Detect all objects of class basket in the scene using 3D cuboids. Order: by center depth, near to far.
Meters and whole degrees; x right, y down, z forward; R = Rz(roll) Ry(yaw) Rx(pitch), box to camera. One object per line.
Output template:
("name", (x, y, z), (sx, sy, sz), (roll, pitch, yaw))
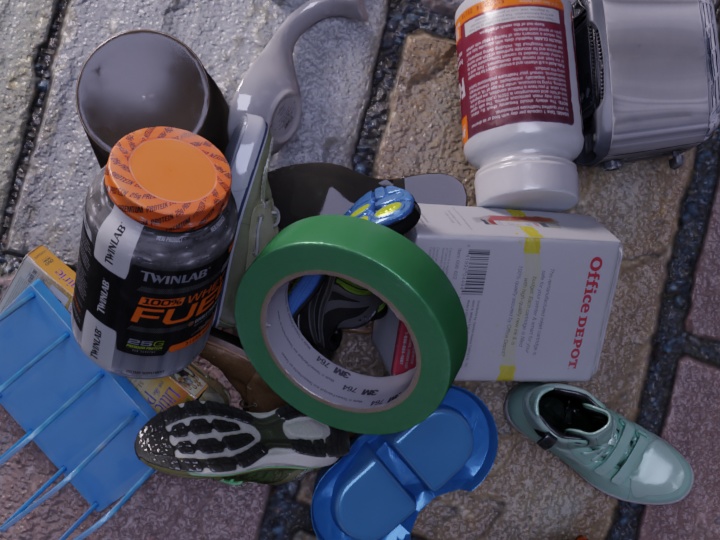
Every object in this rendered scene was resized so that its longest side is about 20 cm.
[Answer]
("basket", (-0.186, -0.135, 1.131), (0.135, 0.200, 0.181), (-7, 86, -4))

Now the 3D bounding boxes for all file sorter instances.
("file sorter", (-0.287, 0.142, 1.101), (0.139, 0.123, 0.200), (-36, 97, 36))

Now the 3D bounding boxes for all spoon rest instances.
("spoon rest", (-0.070, -0.191, 1.207), (0.060, 0.099, 0.200), (24, 69, 27))

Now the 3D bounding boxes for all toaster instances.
("toaster", (0.270, -0.197, 1.211), (0.129, 0.114, 0.201), (-3, 83, -8))

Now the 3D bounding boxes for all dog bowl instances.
("dog bowl", (0.037, 0.188, 1.183), (0.200, 0.050, 0.112), (-41, 104, -5))

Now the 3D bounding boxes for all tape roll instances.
("tape roll", (-0.010, 0.049, 1.070), (0.200, 0.201, 0.048), (36, 42, 0))

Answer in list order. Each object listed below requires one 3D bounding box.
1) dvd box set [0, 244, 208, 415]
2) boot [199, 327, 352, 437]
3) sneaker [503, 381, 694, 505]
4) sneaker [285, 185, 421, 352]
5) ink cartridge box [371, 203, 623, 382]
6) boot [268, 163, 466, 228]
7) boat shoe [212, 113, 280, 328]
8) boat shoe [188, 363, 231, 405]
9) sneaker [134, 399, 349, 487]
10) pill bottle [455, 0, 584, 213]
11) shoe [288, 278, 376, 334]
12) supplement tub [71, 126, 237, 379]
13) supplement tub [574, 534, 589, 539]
("dvd box set", (-0.251, 0.090, 1.149), (0.200, 0.029, 0.146), (39, 126, 2))
("boot", (-0.095, 0.114, 1.175), (0.200, 0.074, 0.076), (31, 95, -12))
("sneaker", (0.235, 0.168, 1.173), (0.200, 0.118, 0.074), (27, 82, -2))
("sneaker", (0.000, 0.000, 1.109), (0.083, 0.071, 0.200), (33, 129, -6))
("ink cartridge box", (0.123, 0.022, 1.152), (0.199, 0.083, 0.146), (3, 112, -16))
("boot", (-0.002, -0.060, 1.197), (0.199, 0.075, 0.074), (3, 86, -2))
("boat shoe", (-0.106, -0.042, 1.142), (0.062, 0.072, 0.201), (11, 104, -14))
("boat shoe", (-0.213, 0.078, 1.185), (0.200, 0.063, 0.073), (37, 127, 4))
("sneaker", (-0.110, 0.170, 1.113), (0.199, 0.089, 0.077), (5, 45, -30))
("pill bottle", (0.151, -0.157, 1.184), (0.114, 0.114, 0.201), (-1, 76, -4))
("shoe", (-0.055, 0.007, 1.201), (0.199, 0.053, 0.070), (20, 92, -3))
("supplement tub", (-0.169, -0.013, 1.025), (0.122, 0.200, 0.123), (9, 48, -10))
("supplement tub", (0.175, 0.351, 1.152), (0.123, 0.123, 0.200), (43, 84, 1))
